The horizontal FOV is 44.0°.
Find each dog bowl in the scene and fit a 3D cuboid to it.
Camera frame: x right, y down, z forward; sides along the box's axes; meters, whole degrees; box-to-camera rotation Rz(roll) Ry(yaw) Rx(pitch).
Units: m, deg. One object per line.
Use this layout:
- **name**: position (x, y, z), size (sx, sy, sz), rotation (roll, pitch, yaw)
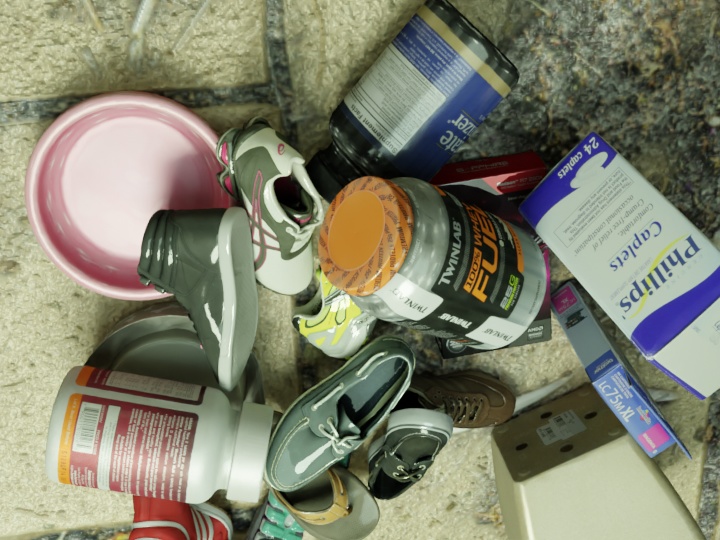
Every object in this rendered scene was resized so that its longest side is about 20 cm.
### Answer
- **dog bowl**: position (-0.194, 0.125, 0.935), size (0.196, 0.059, 0.203), rotation (-3, 115, -6)

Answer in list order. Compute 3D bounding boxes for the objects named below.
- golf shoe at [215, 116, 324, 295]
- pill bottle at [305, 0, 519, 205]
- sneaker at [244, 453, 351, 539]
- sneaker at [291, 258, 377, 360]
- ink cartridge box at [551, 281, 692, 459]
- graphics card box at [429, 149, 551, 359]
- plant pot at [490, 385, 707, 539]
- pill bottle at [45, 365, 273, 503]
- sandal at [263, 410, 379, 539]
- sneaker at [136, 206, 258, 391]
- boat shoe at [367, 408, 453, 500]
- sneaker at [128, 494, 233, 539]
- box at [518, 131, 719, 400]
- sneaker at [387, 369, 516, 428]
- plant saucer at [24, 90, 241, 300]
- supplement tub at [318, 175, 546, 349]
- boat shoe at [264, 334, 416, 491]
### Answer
- **golf shoe**: position (-0.074, -0.042, 0.828), size (0.077, 0.088, 0.202), rotation (-41, 139, -24)
- **pill bottle**: position (0.042, -0.140, 0.820), size (0.111, 0.112, 0.200), rotation (36, 105, -22)
- **sneaker**: position (-0.084, 0.254, 1.013), size (0.074, 0.087, 0.202), rotation (33, 82, -20)
- **sneaker**: position (0.000, 0.000, 0.898), size (0.076, 0.076, 0.202), rotation (24, 108, -19)
- **ink cartridge box**: position (0.260, 0.106, 0.916), size (0.042, 0.201, 0.120), rotation (-37, 114, 11)
- **graphics card box**: position (0.132, -0.013, 0.926), size (0.123, 0.051, 0.203), rotation (-9, 116, -5)
- **plant pot**: position (0.247, 0.252, 0.996), size (0.198, 0.200, 0.179), rotation (-25, 105, 3)
- **pill bottle**: position (-0.187, 0.160, 0.849), size (0.197, 0.110, 0.111), rotation (11, 113, -6)
- **sandal**: position (-0.049, 0.226, 0.943), size (0.082, 0.054, 0.201), rotation (-42, 115, -11)
- **sneaker**: position (-0.153, 0.023, 0.838), size (0.098, 0.071, 0.203), rotation (10, 126, 12)
- **boat shoe**: position (0.050, 0.198, 0.945), size (0.067, 0.057, 0.201), rotation (11, 153, -8)
- **sneaker**: position (-0.193, 0.299, 0.952), size (0.070, 0.114, 0.201), rotation (-10, 145, 12)
- **box**: position (0.272, 0.000, 0.837), size (0.105, 0.201, 0.183), rotation (-45, 143, 14)
- **sneaker**: position (0.083, 0.152, 0.979), size (0.197, 0.076, 0.071), rotation (9, 113, -12)
- **plant saucer**: position (-0.212, -0.072, 0.846), size (0.197, 0.051, 0.204), rotation (-4, 115, -8)
- **supplement tub**: position (0.065, -0.007, 0.789), size (0.198, 0.123, 0.123), rotation (18, 113, -43)
- **boat shoe**: position (-0.021, 0.145, 0.888), size (0.200, 0.062, 0.073), rotation (-45, 101, -1)
